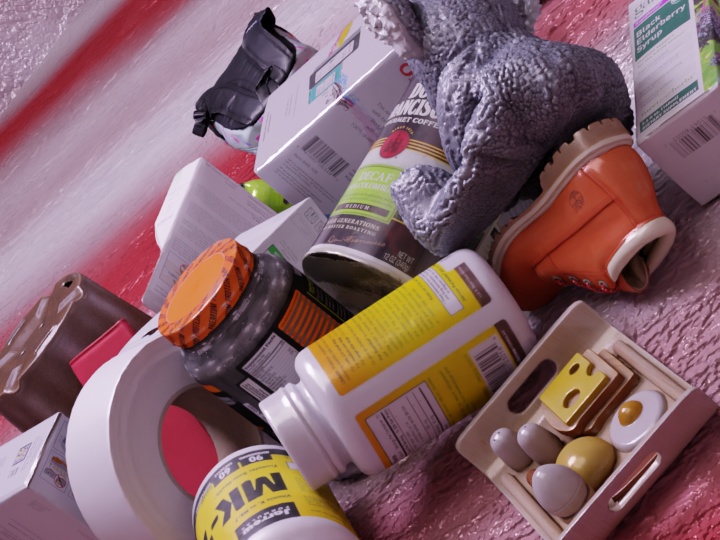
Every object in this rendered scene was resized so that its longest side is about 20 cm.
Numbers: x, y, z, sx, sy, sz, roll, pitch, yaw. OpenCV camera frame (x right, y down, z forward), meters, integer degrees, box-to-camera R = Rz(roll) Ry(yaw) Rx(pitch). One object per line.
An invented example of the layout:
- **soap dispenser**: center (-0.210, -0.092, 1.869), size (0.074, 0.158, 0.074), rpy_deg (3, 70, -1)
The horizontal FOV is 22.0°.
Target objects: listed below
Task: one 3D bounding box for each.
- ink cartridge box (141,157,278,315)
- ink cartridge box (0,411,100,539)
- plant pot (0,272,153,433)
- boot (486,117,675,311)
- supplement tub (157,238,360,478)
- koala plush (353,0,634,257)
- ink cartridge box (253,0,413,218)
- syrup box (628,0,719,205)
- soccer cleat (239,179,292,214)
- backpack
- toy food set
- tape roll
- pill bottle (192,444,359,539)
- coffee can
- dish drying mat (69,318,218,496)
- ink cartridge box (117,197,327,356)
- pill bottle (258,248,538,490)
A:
- **ink cartridge box**: center (-0.132, 0.010, 1.785), size (0.050, 0.161, 0.200), rpy_deg (-32, 30, 43)
- **ink cartridge box**: center (-0.244, 0.233, 1.601), size (0.175, 0.200, 0.084), rpy_deg (-29, 31, 41)
- **plant pot**: center (-0.237, 0.118, 1.756), size (0.200, 0.198, 0.200), rpy_deg (-45, 21, 22)
- **boot**: center (0.163, -0.010, 1.371), size (0.075, 0.107, 0.200), rpy_deg (-20, -24, -31)
- **supplement tub**: center (-0.059, 0.070, 1.504), size (0.122, 0.200, 0.123), rpy_deg (-41, 24, 22)
- **koala plush**: center (0.099, -0.150, 1.414), size (0.200, 0.177, 0.184), rpy_deg (63, 151, 30)
- **ink cartridge box**: center (0.025, -0.144, 1.743), size (0.200, 0.147, 0.146), rpy_deg (-38, 25, 26)
- **syrup box**: center (0.258, -0.150, 1.397), size (0.079, 0.081, 0.200), rpy_deg (-36, 28, 29)
- **soccer cleat**: center (-0.094, -0.060, 1.954), size (0.200, 0.081, 0.068), rpy_deg (160, 115, -83)
- **backpack**: center (-0.088, -0.193, 2.062), size (0.167, 0.126, 0.200), rpy_deg (-62, 23, 3)
- **toy food set**: center (0.144, 0.104, 1.251), size (0.144, 0.060, 0.200), rpy_deg (-50, 23, 3)
- **tape roll**: center (-0.141, 0.151, 1.535), size (0.071, 0.202, 0.203), rpy_deg (-26, 33, 47)
- **pill bottle**: center (-0.056, 0.219, 1.385), size (0.114, 0.114, 0.200), rpy_deg (-49, 23, 4)
- **coffee can**: center (0.062, -0.053, 1.534), size (0.146, 0.146, 0.200), rpy_deg (-6, 49, 60)
- **dish drying mat**: center (-0.175, 0.142, 1.638), size (0.077, 0.200, 0.018), rpy_deg (-38, -3, 19)
- **ink cartridge box**: center (-0.115, 0.021, 1.630), size (0.109, 0.050, 0.200), rpy_deg (-25, 17, 48)
- **pill bottle**: center (0.027, 0.078, 1.383), size (0.200, 0.109, 0.109), rpy_deg (-32, 22, -4)
